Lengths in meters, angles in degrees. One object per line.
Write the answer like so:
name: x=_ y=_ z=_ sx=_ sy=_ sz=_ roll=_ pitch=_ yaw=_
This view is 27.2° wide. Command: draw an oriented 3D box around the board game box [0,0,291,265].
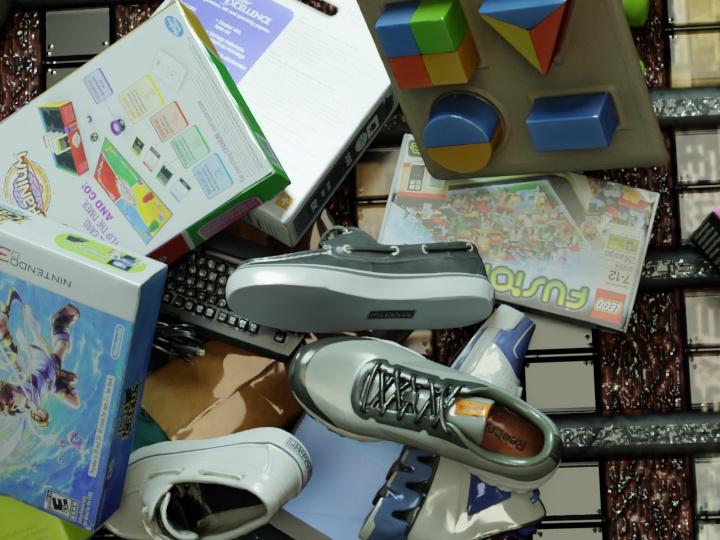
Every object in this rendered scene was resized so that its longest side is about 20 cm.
board game box: x=-0.171 y=-0.074 z=1.065 sx=0.199 sy=0.040 sz=0.154 roll=-32 pitch=74 yaw=8

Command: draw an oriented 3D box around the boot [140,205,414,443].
boot: x=-0.090 y=0.037 z=1.124 sx=0.200 sy=0.068 sz=0.189 roll=-37 pitch=87 yaw=-5

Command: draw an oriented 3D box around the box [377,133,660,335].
box: x=0.118 y=-0.028 z=1.137 sx=0.199 sy=0.035 sz=0.111 roll=13 pitch=84 yaw=6

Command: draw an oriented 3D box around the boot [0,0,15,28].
boot: x=-0.220 y=-0.261 z=1.173 sx=0.165 sy=0.072 sz=0.201 roll=16 pitch=81 yaw=8

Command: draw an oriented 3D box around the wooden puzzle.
wooden puzzle: x=0.098 y=-0.129 z=1.013 sx=0.184 sy=0.200 sz=0.046 roll=-2 pitch=46 yaw=30

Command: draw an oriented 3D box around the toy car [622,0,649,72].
toy car: x=0.131 y=-0.188 z=1.072 sx=0.163 sy=0.200 sz=0.159 roll=4 pitch=83 yaw=5

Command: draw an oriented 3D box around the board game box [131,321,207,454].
board game box: x=-0.211 y=0.072 z=1.153 sx=0.199 sy=0.028 sz=0.136 roll=33 pitch=87 yaw=7

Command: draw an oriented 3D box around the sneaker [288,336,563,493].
sneaker: x=0.048 y=0.090 z=1.018 sx=0.199 sy=0.079 sz=0.074 roll=19 pitch=75 yaw=1

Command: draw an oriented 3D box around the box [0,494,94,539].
box: x=-0.296 y=0.133 z=1.124 sx=0.121 sy=0.048 sz=0.201 roll=-23 pitch=89 yaw=12

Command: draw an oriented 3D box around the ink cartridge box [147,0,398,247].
ink cartridge box: x=-0.077 y=-0.144 z=1.127 sx=0.198 sy=0.043 sz=0.200 roll=30 pitch=70 yaw=18

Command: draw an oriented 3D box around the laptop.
laptop: x=-0.009 y=0.204 z=1.083 sx=0.177 sy=0.200 sz=0.104 roll=30 pitch=123 yaw=8

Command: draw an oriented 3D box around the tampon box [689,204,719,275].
tampon box: x=0.362 y=-0.003 z=1.068 sx=0.150 sy=0.126 sz=0.200 roll=-39 pitch=81 yaw=-2

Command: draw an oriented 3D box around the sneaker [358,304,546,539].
sneaker: x=0.092 y=0.137 z=1.092 sx=0.115 sy=0.081 sz=0.200 roll=31 pitch=72 yaw=0

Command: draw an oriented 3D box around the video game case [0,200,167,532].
video game case: x=-0.238 y=0.060 z=1.030 sx=0.180 sy=0.045 sz=0.201 roll=21 pitch=114 yaw=13

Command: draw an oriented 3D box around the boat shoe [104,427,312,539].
boat shoe: x=-0.122 y=0.165 z=1.052 sx=0.199 sy=0.066 sz=0.072 roll=-14 pitch=112 yaw=35

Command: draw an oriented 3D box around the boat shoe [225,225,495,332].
boat shoe: x=0.000 y=0.000 z=1.061 sx=0.199 sy=0.070 sz=0.067 roll=0 pitch=61 yaw=-16

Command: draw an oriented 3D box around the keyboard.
keyboard: x=-0.131 y=0.013 z=1.080 sx=0.199 sy=0.040 sz=0.105 roll=18 pitch=83 yaw=8
